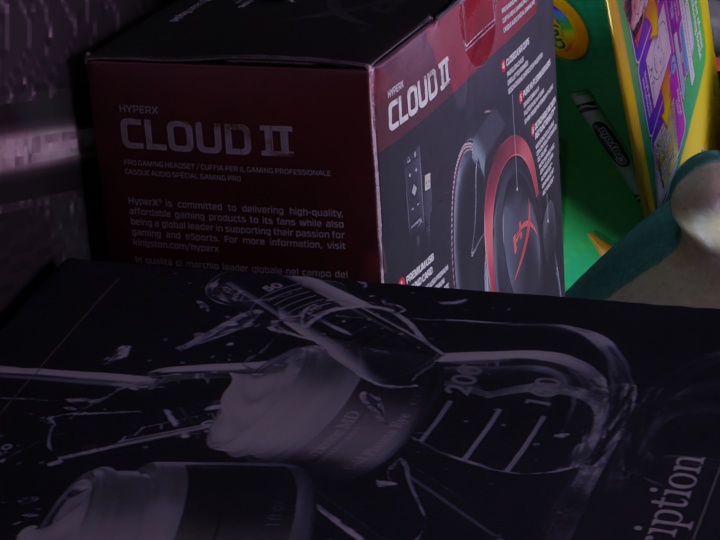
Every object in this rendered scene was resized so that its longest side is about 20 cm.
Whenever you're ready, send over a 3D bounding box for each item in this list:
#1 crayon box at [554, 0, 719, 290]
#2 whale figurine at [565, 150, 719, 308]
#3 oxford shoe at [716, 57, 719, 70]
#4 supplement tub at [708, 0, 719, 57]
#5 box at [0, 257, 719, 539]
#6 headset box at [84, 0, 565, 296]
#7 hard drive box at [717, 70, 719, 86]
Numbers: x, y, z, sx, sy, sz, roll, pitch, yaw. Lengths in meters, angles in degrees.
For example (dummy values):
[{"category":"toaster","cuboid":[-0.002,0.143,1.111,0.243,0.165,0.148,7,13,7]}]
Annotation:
[{"category":"crayon box","cuboid":[0.089,-0.077,0.839,0.200,0.058,0.119,72,29,-45]},{"category":"whale figurine","cuboid":[0.124,0.012,0.796,0.104,0.199,0.159,-102,176,-47]},{"category":"oxford shoe","cuboid":[0.220,-0.089,1.177,0.200,0.071,0.073,72,25,-44]},{"category":"supplement tub","cuboid":[0.176,-0.200,0.926,0.145,0.145,0.200,71,31,-46]},{"category":"box","cuboid":[-0.011,0.093,0.425,0.200,0.182,0.104,-56,144,-55]},{"category":"headset box","cuboid":[0.000,0.000,0.589,0.149,0.075,0.201,-47,137,-60]},{"category":"hard drive box","cuboid":[0.184,-0.008,0.981,0.200,0.077,0.156,-128,-138,-85]}]
